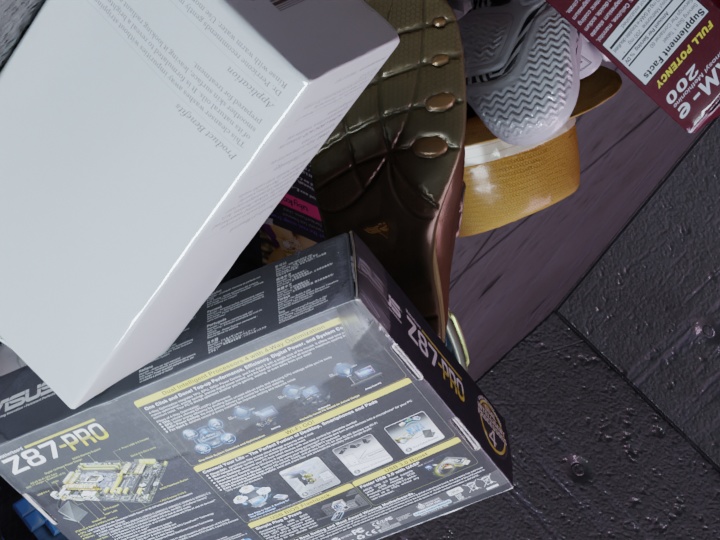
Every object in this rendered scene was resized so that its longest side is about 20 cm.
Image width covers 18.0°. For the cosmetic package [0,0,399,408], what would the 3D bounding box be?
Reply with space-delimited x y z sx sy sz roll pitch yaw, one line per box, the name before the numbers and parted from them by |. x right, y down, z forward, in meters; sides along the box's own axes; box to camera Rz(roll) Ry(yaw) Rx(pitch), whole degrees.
cosmetic package | -0.089 -0.053 0.928 0.200 0.113 0.081 -49 171 34

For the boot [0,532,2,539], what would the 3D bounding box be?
boot | -0.199 0.152 1.103 0.073 0.198 0.162 -44 178 -29

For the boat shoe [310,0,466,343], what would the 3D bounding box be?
boat shoe | 0.015 -0.040 1.092 0.068 0.072 0.200 -63 156 -75

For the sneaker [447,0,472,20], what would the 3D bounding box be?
sneaker | 0.021 -0.121 1.224 0.075 0.087 0.200 -51 171 27

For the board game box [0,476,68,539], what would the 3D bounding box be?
board game box | -0.210 0.193 1.216 0.200 0.165 0.057 -34 161 -23

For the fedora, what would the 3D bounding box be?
fedora | 0.076 -0.072 1.440 0.200 0.082 0.201 -15 -167 4

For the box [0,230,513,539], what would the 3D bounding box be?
box | -0.051 0.079 1.061 0.200 0.049 0.161 -23 136 18

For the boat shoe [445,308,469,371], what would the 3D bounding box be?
boat shoe | 0.002 -0.002 1.347 0.072 0.202 0.060 -37 -154 -3

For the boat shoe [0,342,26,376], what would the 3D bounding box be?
boat shoe | -0.148 0.028 1.167 0.200 0.067 0.074 -50 170 28

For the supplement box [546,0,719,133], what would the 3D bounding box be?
supplement box | 0.125 -0.164 1.127 0.061 0.200 0.109 -50 171 28

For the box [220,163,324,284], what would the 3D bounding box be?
box | -0.056 0.033 1.196 0.122 0.106 0.200 -49 -156 31

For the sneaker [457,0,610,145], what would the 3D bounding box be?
sneaker | 0.099 -0.120 1.208 0.075 0.115 0.200 -27 -138 18
